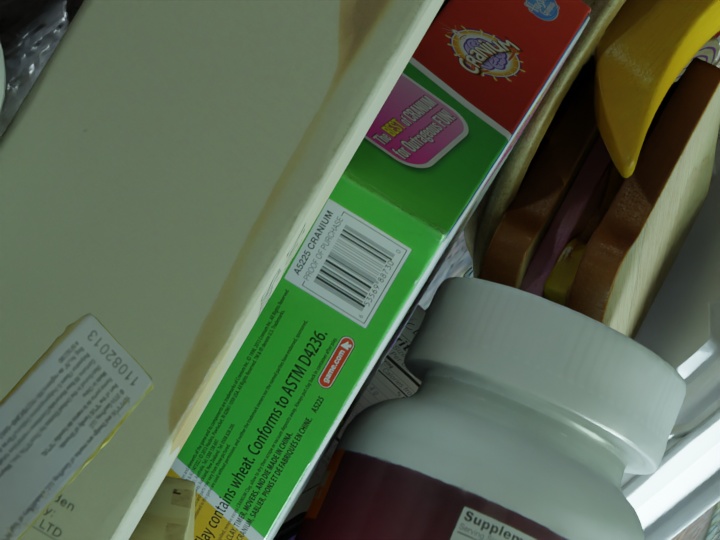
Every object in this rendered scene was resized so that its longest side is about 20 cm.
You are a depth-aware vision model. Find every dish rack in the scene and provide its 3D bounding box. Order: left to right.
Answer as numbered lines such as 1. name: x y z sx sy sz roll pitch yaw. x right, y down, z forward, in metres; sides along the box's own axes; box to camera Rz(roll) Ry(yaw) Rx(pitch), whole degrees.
1. dish rack: 0.109 0.028 1.030 0.172 0.043 0.201 -42 -156 29

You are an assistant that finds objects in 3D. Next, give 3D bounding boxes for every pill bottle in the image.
1. pill bottle: 0.027 0.111 0.855 0.201 0.109 0.110 -66 163 -11

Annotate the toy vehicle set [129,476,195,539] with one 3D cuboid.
1. toy vehicle set: -0.112 0.108 0.754 0.200 0.123 0.027 97 3 -57

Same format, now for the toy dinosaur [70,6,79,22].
1. toy dinosaur: -0.084 0.013 0.749 0.088 0.047 0.201 -9 133 -52

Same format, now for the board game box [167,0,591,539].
1. board game box: 0.000 0.000 0.806 0.153 0.040 0.200 -60 178 28

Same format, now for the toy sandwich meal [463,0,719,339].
1. toy sandwich meal: 0.107 -0.052 0.951 0.205 0.070 0.205 -51 164 -20

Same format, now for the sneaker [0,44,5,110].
1. sneaker: -0.161 0.015 0.516 0.203 0.077 0.146 -58 169 4

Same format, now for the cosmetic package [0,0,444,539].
1. cosmetic package: -0.053 -0.009 0.626 0.201 0.071 0.105 -60 -179 -9

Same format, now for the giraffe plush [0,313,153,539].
1. giraffe plush: -0.139 0.096 0.465 0.200 0.173 0.162 -27 170 -42

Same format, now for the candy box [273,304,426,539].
1. candy box: -0.052 0.114 0.958 0.200 0.071 0.168 -26 150 -47
